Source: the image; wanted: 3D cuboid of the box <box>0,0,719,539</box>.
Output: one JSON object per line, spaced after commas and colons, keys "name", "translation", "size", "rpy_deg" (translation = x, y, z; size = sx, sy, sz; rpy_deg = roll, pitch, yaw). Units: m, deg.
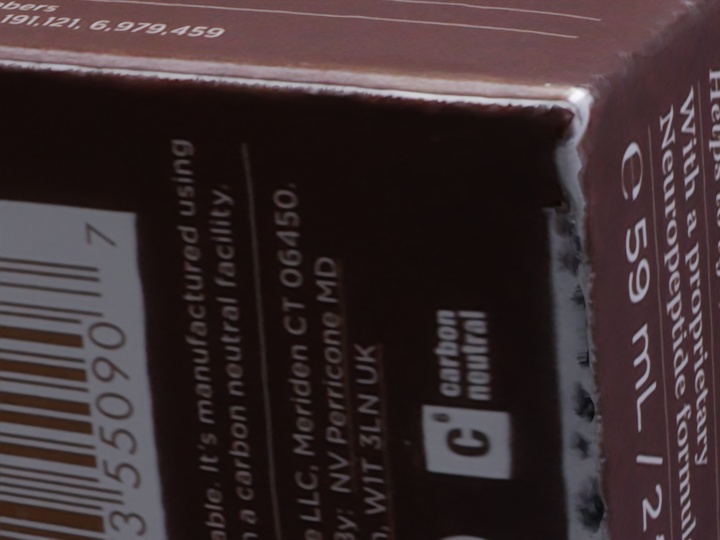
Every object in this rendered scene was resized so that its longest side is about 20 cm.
{"name": "box", "translation": [0.010, 0.006, 0.568], "size": [0.164, 0.166, 0.200], "rpy_deg": [6, 24, 26]}
